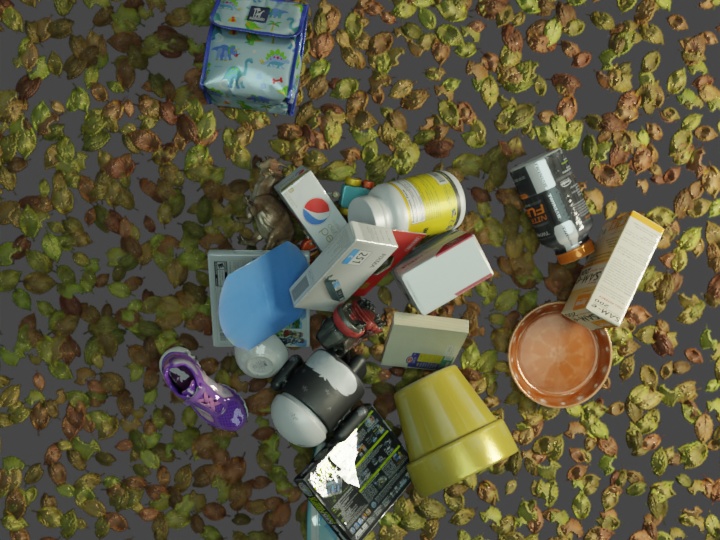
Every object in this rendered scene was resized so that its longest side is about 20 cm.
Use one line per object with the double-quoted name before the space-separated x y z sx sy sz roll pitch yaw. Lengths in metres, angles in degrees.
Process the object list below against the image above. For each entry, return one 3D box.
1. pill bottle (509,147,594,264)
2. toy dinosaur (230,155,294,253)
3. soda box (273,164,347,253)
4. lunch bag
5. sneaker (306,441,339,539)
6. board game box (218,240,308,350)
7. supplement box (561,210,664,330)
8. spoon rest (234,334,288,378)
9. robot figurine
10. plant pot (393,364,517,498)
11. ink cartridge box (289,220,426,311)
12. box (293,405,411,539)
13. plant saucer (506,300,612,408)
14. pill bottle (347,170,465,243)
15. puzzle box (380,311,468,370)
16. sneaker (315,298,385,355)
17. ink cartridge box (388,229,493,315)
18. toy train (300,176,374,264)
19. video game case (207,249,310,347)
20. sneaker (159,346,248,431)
"pill bottle" 0.360 -0.114 1.729 0.106 0.106 0.201 -25 93 -1
"toy dinosaur" -0.157 -0.100 1.724 0.135 0.086 0.202 -26 111 -32
"soda box" -0.068 -0.085 1.672 0.068 0.064 0.201 -37 112 -5
"lunch bag" -0.187 -0.396 1.689 0.168 0.127 0.202 9 80 -1
"sneaker" -0.034 0.414 1.754 0.129 0.080 0.202 3 102 -1
"board game box" -0.174 0.040 1.628 0.199 0.039 0.159 -32 129 -32
"supplement box" 0.456 0.003 1.713 0.073 0.126 0.201 29 79 -4
"spoon rest" -0.196 0.121 1.711 0.098 0.061 0.201 -14 130 8
"robot figurine" -0.072 0.226 1.707 0.200 0.150 0.125 -48 121 -19
"plant pot" 0.157 0.283 1.706 0.199 0.201 0.190 -25 78 -1
"ink cartridge box" 0.000 0.000 1.627 0.175 0.200 0.045 7 51 -38
"box" -0.002 0.371 1.714 0.200 0.044 0.161 -44 100 -32
"plant saucer" 0.374 0.158 1.781 0.198 0.032 0.202 0 93 -2
"pill bottle" 0.081 -0.107 1.675 0.199 0.112 0.114 -16 94 -33
"puzzle box" 0.111 0.131 1.692 0.132 0.200 0.026 6 64 -4
"sneaker" -0.021 0.103 1.688 0.098 0.200 0.071 -41 78 16
"ink cartridge box" 0.138 -0.002 1.679 0.144 0.200 0.084 -30 97 -1
"toy train" -0.045 -0.087 1.743 0.199 0.056 0.151 -32 112 -7
"video game case" -0.182 0.053 1.711 0.180 0.022 0.202 0 121 -3
"sneaker" -0.292 0.226 1.727 0.200 0.088 0.081 42 89 -5
